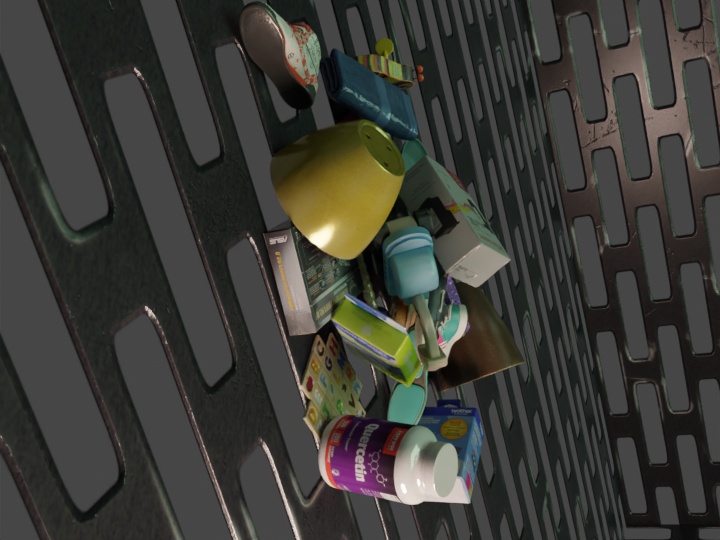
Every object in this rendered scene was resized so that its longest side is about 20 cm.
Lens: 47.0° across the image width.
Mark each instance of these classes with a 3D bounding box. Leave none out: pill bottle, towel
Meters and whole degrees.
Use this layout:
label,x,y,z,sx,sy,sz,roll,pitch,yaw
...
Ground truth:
label,x,y,z,sx,sy,sz,roll,pitch,yaw
pill bottle,0.041,0.282,1.236,0.112,0.197,0.115,-3,94,-56
towel,0.017,-0.302,1.457,0.198,0.048,0.113,23,43,-40

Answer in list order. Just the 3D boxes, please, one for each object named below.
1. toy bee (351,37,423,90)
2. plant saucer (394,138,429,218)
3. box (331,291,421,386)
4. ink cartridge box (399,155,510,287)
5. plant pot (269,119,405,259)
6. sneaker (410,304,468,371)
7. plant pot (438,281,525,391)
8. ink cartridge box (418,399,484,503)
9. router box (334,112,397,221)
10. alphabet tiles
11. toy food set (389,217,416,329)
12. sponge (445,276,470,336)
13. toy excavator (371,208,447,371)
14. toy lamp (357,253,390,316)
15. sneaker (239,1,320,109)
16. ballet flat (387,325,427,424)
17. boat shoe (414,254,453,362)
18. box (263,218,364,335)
label,x,y,z,sx,sy,sz,roll,pitch,yaw
toy bee,0.062,-0.384,1.603,0.200,0.107,0.133,-38,115,-62
plant saucer,0.101,-0.151,1.587,0.199,0.035,0.204,28,58,-61
box,0.027,0.112,1.303,0.048,0.121,0.200,-56,159,-14
ink cartridge box,0.163,-0.084,1.460,0.145,0.082,0.202,20,37,-58
plant pot,-0.016,-0.140,1.237,0.199,0.141,0.202,37,33,-29
sneaker,0.123,0.131,1.616,0.201,0.119,0.085,112,-20,-49
plant pot,0.228,0.130,1.758,0.186,0.185,0.203,1,68,-65
ink cartridge box,0.151,0.329,1.550,0.201,0.134,0.077,-65,144,-50
router box,0.014,-0.184,1.509,0.180,0.048,0.203,-52,129,-58
alphabet tiles,-0.041,0.207,1.325,0.201,0.006,0.168,62,32,-37
toy food set,0.074,0.013,1.503,0.200,0.048,0.202,-92,-176,-48
sponge,0.142,0.038,1.645,0.030,0.110,0.202,-44,126,-30
toy excavator,0.088,0.034,1.334,0.196,0.098,0.202,84,-10,-48
toy lamp,0.000,0.000,1.418,0.058,0.057,0.203,-53,131,-56
sneaker,-0.119,-0.351,1.254,0.202,0.066,0.109,56,34,-49
ballet flat,0.096,0.202,1.521,0.070,0.066,0.204,11,90,-78
boat shoe,0.130,0.065,1.464,0.075,0.061,0.204,128,-34,-69
box,-0.067,-0.011,1.283,0.200,0.048,0.161,-39,119,-61
